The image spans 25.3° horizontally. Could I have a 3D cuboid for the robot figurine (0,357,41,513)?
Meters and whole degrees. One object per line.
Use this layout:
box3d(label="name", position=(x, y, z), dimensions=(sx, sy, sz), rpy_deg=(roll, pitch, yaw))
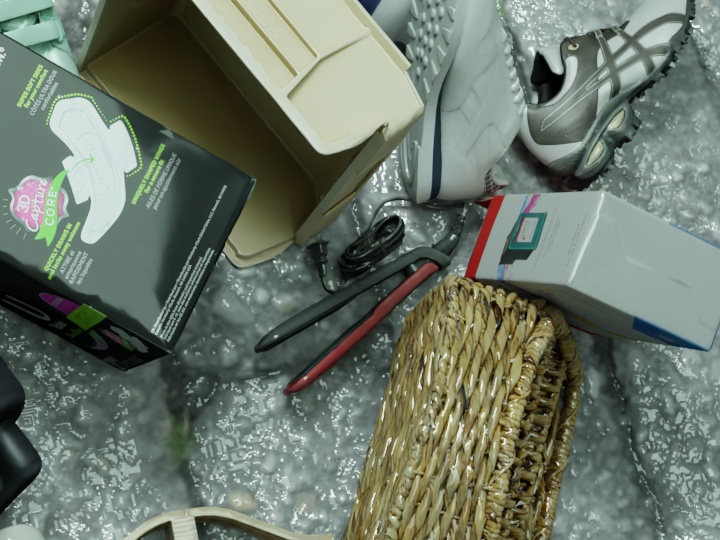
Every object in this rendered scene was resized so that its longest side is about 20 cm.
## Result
box3d(label="robot figurine", position=(-0.281, 0.067, 0.957), dimensions=(0.125, 0.150, 0.200), rpy_deg=(-39, 84, -14))

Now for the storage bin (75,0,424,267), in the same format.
box3d(label="storage bin", position=(-0.077, -0.123, 1.053), dimensions=(0.094, 0.200, 0.199), rpy_deg=(-38, 86, -28))

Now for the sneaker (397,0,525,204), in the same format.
box3d(label="sneaker", position=(0.076, -0.137, 1.110), dimensions=(0.080, 0.201, 0.077), rpy_deg=(-2, 41, -11))

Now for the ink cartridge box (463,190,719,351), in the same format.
box3d(label="ink cartridge box", position=(0.152, -0.002, 1.092), dimensions=(0.115, 0.200, 0.068), rpy_deg=(24, 83, -19))

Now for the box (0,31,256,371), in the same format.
box3d(label="box", position=(-0.192, -0.040, 0.996), dimensions=(0.199, 0.148, 0.125), rpy_deg=(30, 73, -13))

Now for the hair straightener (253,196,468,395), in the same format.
box3d(label="hair straightener", position=(0.000, 0.000, 1.119), dimensions=(0.200, 0.041, 0.077), rpy_deg=(-39, 91, -26))

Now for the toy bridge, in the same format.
box3d(label="toy bridge", position=(-0.112, 0.189, 1.026), dimensions=(0.198, 0.027, 0.068), rpy_deg=(-6, 71, -20))

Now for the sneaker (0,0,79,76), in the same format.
box3d(label="sneaker", position=(-0.236, -0.184, 1.066), dimensions=(0.073, 0.118, 0.202), rpy_deg=(-24, 81, -25))

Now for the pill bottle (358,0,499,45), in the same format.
box3d(label="pill bottle", position=(0.003, -0.231, 1.161), dimensions=(0.199, 0.120, 0.120), rpy_deg=(32, 65, -5))

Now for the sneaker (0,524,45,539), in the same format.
box3d(label="sneaker", position=(-0.264, 0.225, 0.931), dimensions=(0.199, 0.075, 0.085), rpy_deg=(-23, 74, -18))

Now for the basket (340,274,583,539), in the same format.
box3d(label="basket", position=(0.090, 0.120, 1.053), dimensions=(0.148, 0.143, 0.201), rpy_deg=(21, 66, -9))

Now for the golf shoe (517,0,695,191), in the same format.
box3d(label="golf shoe", position=(0.185, -0.160, 1.220), dimensions=(0.094, 0.078, 0.201), rpy_deg=(35, 63, -4))
